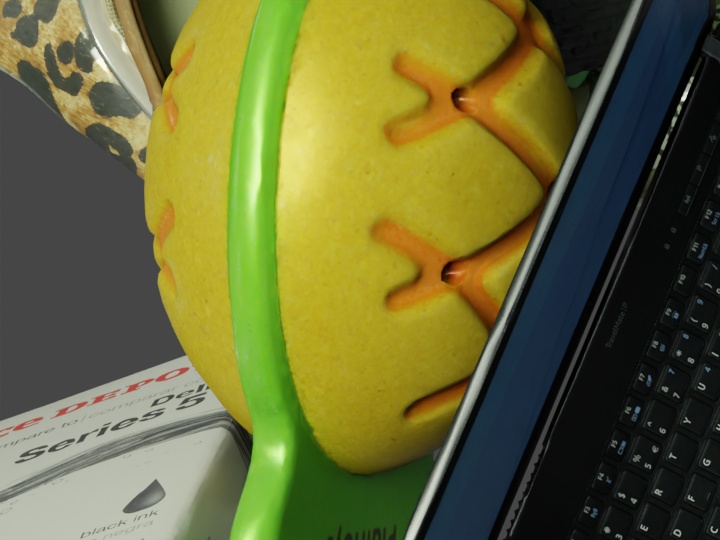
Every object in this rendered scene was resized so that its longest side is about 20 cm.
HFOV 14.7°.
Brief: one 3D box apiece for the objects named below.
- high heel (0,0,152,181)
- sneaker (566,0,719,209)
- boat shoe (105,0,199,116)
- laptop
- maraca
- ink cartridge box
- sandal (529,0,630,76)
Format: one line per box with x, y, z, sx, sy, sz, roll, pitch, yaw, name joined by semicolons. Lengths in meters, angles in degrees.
-0.116;-0.065;0.898;0.143;0.071;0.200;-39;83;36;high heel
0.045;-0.081;0.817;0.200;0.089;0.077;27;84;23;sneaker
-0.025;-0.040;0.797;0.076;0.074;0.200;-26;99;16;boat shoe
0.102;0.025;0.701;0.103;0.200;0.178;7;71;65;laptop
0.000;0.000;0.702;0.107;0.137;0.200;4;92;27;maraca
-0.086;0.101;0.740;0.145;0.200;0.084;-19;103;12;ink cartridge box
0.078;-0.107;0.735;0.200;0.075;0.048;-27;38;40;sandal
